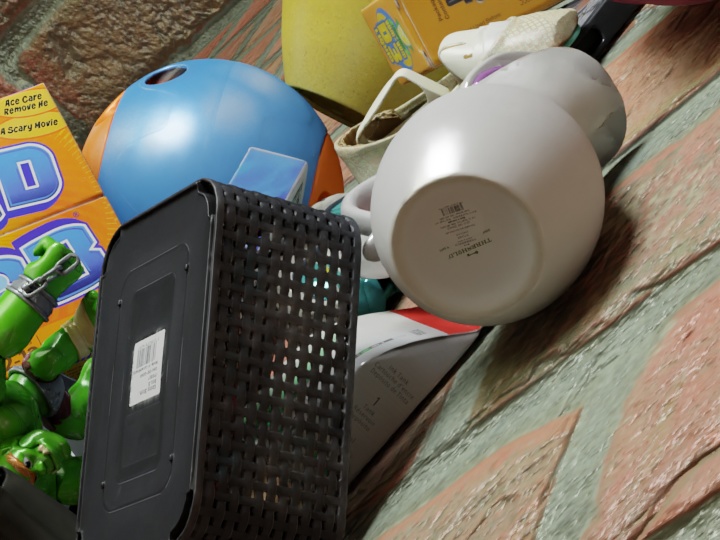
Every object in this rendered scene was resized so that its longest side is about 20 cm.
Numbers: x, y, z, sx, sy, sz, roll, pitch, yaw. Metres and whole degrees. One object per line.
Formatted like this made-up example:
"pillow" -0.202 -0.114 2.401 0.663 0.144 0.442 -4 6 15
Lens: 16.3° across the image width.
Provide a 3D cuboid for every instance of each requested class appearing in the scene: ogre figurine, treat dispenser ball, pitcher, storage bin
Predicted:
"ogre figurine" -0.202 0.087 1.593 0.120 0.098 0.200 -37 -27 -23
"treat dispenser ball" -0.112 -0.057 1.874 0.201 0.201 0.201 -45 11 11
"pitcher" 0.053 -0.038 1.364 0.171 0.121 0.200 -25 14 20
"storage bin" -0.077 0.066 1.346 0.135 0.094 0.200 -25 57 54

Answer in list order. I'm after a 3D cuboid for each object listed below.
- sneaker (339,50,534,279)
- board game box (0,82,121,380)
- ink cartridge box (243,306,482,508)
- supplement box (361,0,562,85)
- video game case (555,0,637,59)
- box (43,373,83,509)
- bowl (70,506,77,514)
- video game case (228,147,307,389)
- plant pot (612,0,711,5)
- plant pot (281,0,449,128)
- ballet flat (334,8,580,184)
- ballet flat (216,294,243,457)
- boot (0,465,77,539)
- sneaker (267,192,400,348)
"sneaker" 0.056 -0.067 1.561 0.200 0.075 0.100 -43 7 -30
"board game box" -0.279 0.026 1.801 0.200 0.200 0.200 -23 -19 -20
"ink cartridge box" 0.016 0.040 1.459 0.200 0.050 0.161 -50 11 -4
"supplement box" 0.102 -0.204 1.771 0.200 0.067 0.069 -29 3 -25
"video game case" 0.096 -0.113 1.742 0.181 0.025 0.200 -51 12 -21
"box" -0.243 0.189 1.704 0.160 0.043 0.200 -51 16 47
"bowl" -0.165 0.151 1.774 0.201 0.039 0.201 -45 11 11
"video game case" -0.092 0.046 1.622 0.200 0.045 0.181 -64 -13 -56
"plant pot" 0.179 -0.244 1.513 0.200 0.200 0.179 -49 -5 -9
"plant pot" 0.018 -0.181 1.905 0.142 0.200 0.200 -64 13 -5
"ballet flat" 0.059 -0.121 1.685 0.200 0.062 0.067 -41 14 27
"ballet flat" -0.102 0.075 1.451 0.071 0.200 0.071 -5 -3 0
"boot" -0.189 0.167 1.549 0.077 0.138 0.200 -51 10 -14
"sneaker" 0.000 0.000 1.644 0.080 0.078 0.200 -13 17 15
